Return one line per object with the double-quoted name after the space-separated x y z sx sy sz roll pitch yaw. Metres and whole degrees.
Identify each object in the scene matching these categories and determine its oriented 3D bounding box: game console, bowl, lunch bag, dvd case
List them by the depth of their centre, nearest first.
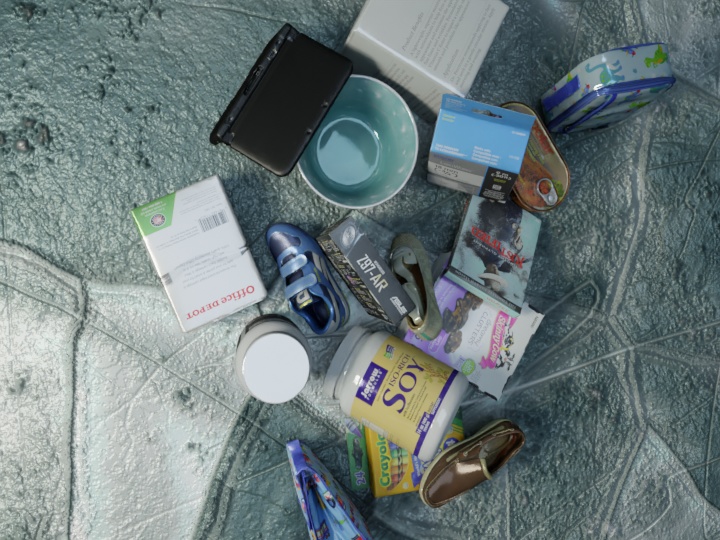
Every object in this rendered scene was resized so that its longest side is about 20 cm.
-0.127 -0.254 0.968 0.115 0.175 0.202 34 84 -21 "game console"
-0.060 0.356 0.992 0.092 0.150 0.204 -25 95 -9 "lunch bag"
-0.015 -0.197 1.016 0.195 0.105 0.207 0 91 -11 "bowl"
0.397 -0.294 1.045 0.157 0.200 0.085 -10 86 -12 "lunch bag"
0.227 -0.040 1.062 0.144 0.022 0.203 30 59 -10 "dvd case"

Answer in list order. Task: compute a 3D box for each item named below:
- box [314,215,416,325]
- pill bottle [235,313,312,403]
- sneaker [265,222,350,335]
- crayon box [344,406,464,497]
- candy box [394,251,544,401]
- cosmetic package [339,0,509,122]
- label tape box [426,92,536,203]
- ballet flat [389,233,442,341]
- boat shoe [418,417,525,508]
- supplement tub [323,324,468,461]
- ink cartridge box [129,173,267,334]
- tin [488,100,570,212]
0.000 0.000 0.974 0.043 0.200 0.161 -37 96 -8 "box"
-0.131 0.131 0.950 0.113 0.200 0.119 0 91 -10 "pill bottle"
-0.088 0.015 1.008 0.073 0.082 0.202 -32 96 26 "sneaker"
0.078 0.302 1.069 0.195 0.052 0.129 -7 92 -10 "crayon box"
0.184 0.093 1.074 0.198 0.071 0.170 32 85 -9 "candy box"
0.092 -0.371 1.003 0.197 0.165 0.167 29 85 -10 "cosmetic package"
0.179 -0.183 0.986 0.141 0.200 0.065 16 78 7 "label tape box"
0.082 0.015 1.012 0.067 0.062 0.203 -35 55 26 "ballet flat"
0.183 0.312 1.026 0.201 0.075 0.076 -37 100 -14 "boat shoe"
0.055 0.186 0.990 0.197 0.145 0.148 27 86 15 "supplement tub"
-0.246 -0.025 0.984 0.143 0.084 0.204 -23 95 -9 "ink cartridge box"
0.288 -0.197 1.108 0.111 0.042 0.202 -33 97 -5 "tin"
